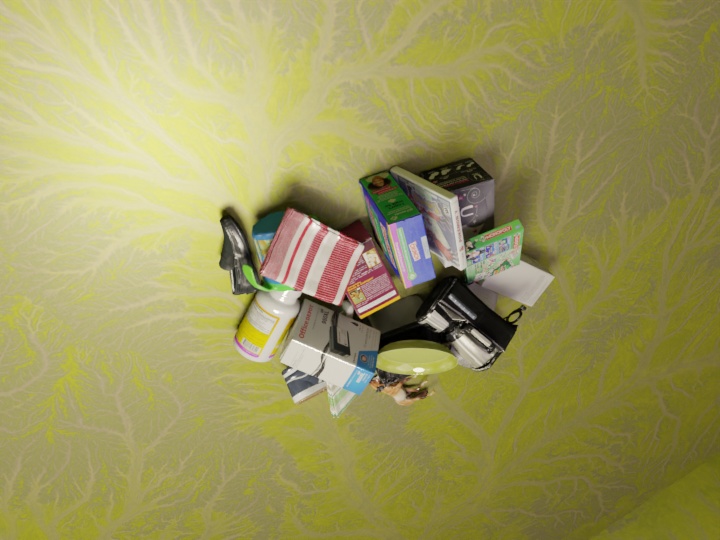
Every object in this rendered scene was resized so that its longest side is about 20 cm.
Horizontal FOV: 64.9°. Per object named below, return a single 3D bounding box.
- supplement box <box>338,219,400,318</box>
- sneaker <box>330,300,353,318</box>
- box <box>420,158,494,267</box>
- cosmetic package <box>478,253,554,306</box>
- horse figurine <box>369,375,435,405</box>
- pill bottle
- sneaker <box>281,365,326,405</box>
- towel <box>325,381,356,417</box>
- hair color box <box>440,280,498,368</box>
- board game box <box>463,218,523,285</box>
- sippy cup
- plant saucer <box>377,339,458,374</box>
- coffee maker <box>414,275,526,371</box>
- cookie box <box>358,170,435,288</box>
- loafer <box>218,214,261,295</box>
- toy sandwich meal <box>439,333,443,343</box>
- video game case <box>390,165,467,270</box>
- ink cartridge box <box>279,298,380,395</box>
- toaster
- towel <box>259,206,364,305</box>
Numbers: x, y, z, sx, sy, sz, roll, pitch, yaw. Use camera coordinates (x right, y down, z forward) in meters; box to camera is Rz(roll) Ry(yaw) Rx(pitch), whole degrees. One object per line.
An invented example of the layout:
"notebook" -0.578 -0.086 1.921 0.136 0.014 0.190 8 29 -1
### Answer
"supplement box" 0.000 0.000 1.300 0.110 0.086 0.200 -28 129 0
"sneaker" -0.041 0.149 1.408 0.080 0.070 0.200 -7 133 -26
"box" 0.220 -0.128 1.278 0.132 0.115 0.200 -18 128 -9
"cosmetic package" 0.388 0.007 1.457 0.200 0.085 0.108 22 112 -31
"horse figurine" 0.125 0.337 1.605 0.132 0.050 0.200 -30 136 17
"pill bottle" -0.204 0.103 1.283 0.104 0.104 0.200 18 115 -30
"sneaker" -0.115 0.258 1.451 0.200 0.109 0.070 -17 160 -50
"towel" -0.036 0.264 1.428 0.149 0.031 0.200 -45 146 -34
"hair color box" 0.273 0.136 1.435 0.100 0.061 0.200 25 69 -18
"board game box" 0.294 -0.036 1.272 0.134 0.029 0.200 -23 155 3
"sippy cup" -0.160 -0.047 1.177 0.139 0.178 0.130 -10 125 16
"plant saucer" 0.127 0.202 1.325 0.200 0.031 0.200 2 154 1
"coffee maker" 0.254 0.106 1.337 0.200 0.192 0.135 42 144 -6
"cookie box" 0.076 -0.089 1.193 0.075 0.200 0.171 -22 128 -5
"loafer" -0.264 -0.025 1.191 0.070 0.068 0.201 -23 133 -16
"toy sandwich meal" 0.288 0.169 1.516 0.205 0.070 0.205 6 78 -29
"video game case" 0.144 -0.113 1.206 0.023 0.200 0.182 -32 131 -19
"ink cartridge box" -0.065 0.171 1.278 0.200 0.145 0.084 24 125 -9
"toaster" 0.099 0.184 1.448 0.200 0.119 0.181 -20 128 -8
"towel" -0.092 -0.023 1.143 0.200 0.023 0.144 25 86 -33
